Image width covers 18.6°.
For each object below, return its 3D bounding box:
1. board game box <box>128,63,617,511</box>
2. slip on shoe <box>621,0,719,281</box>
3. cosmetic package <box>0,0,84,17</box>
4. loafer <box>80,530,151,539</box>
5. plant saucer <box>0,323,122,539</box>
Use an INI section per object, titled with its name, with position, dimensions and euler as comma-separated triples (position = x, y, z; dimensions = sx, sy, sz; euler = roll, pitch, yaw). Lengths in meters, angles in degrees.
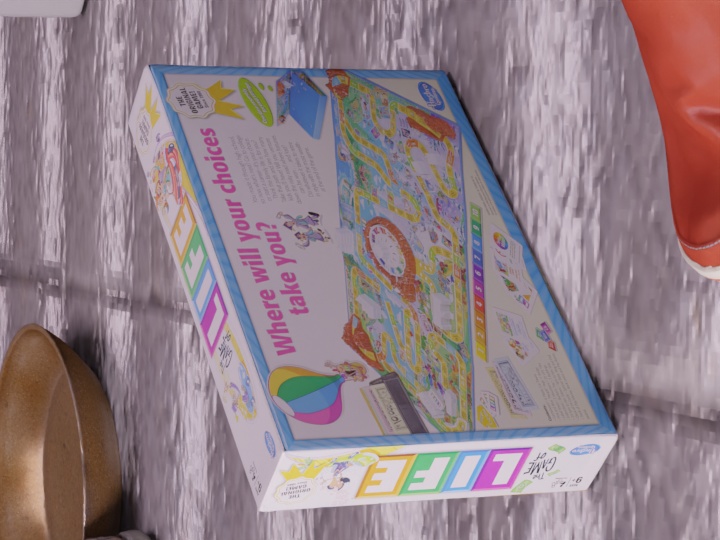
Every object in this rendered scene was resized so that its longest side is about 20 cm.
[board game box]
position = 0.000, 0.000, 0.844
dimensions = 0.034, 0.134, 0.200
euler = 113, 146, -42
[slip on shoe]
position = 0.105, -0.095, 0.701
dimensions = 0.074, 0.061, 0.200
euler = -8, 85, 63
[cosmetic package]
position = -0.244, -0.279, 1.327
dimensions = 0.200, 0.166, 0.167
euler = 114, 145, -44
[loafer]
position = -0.125, 0.222, 1.207
dimensions = 0.200, 0.063, 0.072
euler = -121, 39, -48
[plant saucer]
position = -0.188, 0.133, 1.374
dimensions = 0.200, 0.035, 0.200
euler = 179, 90, -65
